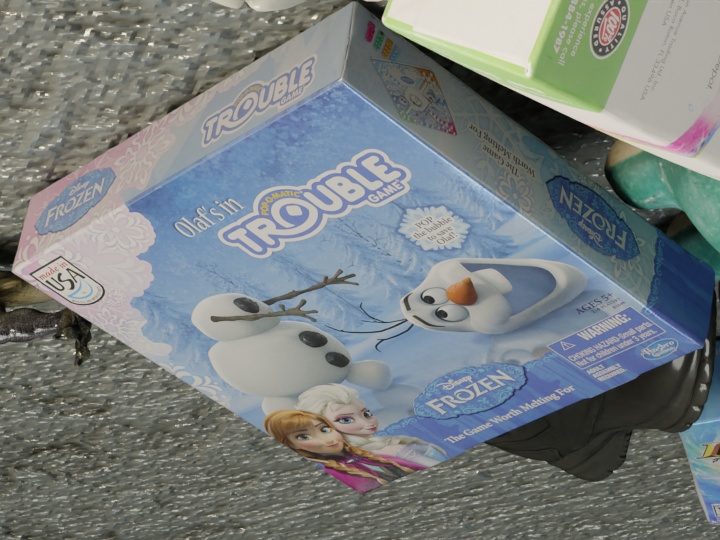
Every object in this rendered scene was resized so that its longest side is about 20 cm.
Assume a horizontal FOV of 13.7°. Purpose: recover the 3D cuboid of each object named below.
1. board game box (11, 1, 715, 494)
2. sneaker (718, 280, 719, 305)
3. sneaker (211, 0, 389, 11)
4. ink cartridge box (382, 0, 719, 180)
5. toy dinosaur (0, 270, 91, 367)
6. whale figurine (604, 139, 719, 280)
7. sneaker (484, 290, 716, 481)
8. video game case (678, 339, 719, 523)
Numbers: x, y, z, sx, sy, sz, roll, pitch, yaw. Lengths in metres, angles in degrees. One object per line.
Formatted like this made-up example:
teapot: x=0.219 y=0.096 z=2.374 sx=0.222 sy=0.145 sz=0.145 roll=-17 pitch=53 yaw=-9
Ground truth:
board game box: x=0.000 y=0.000 z=1.180 sx=0.199 sy=0.044 sz=0.199 roll=35 pitch=138 yaw=-28
sneaker: x=0.261 y=-0.003 z=1.293 sx=0.199 sy=0.075 sz=0.106 roll=-21 pitch=152 yaw=28
sneaker: x=-0.005 y=-0.131 z=0.928 sx=0.199 sy=0.081 sz=0.083 roll=4 pitch=140 yaw=-43
ink cartridge box: x=0.108 y=-0.095 z=0.949 sx=0.067 sy=0.118 sz=0.199 roll=22 pitch=-179 yaw=42
toy dinosaur: x=-0.157 y=0.011 z=1.233 sx=0.199 sy=0.048 sz=0.088 roll=5 pitch=180 yaw=-30
whale figurine: x=0.175 y=-0.028 z=1.167 sx=0.158 sy=0.104 sz=0.200 roll=-4 pitch=159 yaw=-9
sneaker: x=0.101 y=0.044 z=1.374 sx=0.090 sy=0.076 sz=0.200 roll=9 pitch=151 yaw=-17
video game case: x=0.263 y=0.072 z=1.523 sx=0.198 sy=0.046 sz=0.181 roll=-10 pitch=157 yaw=9
